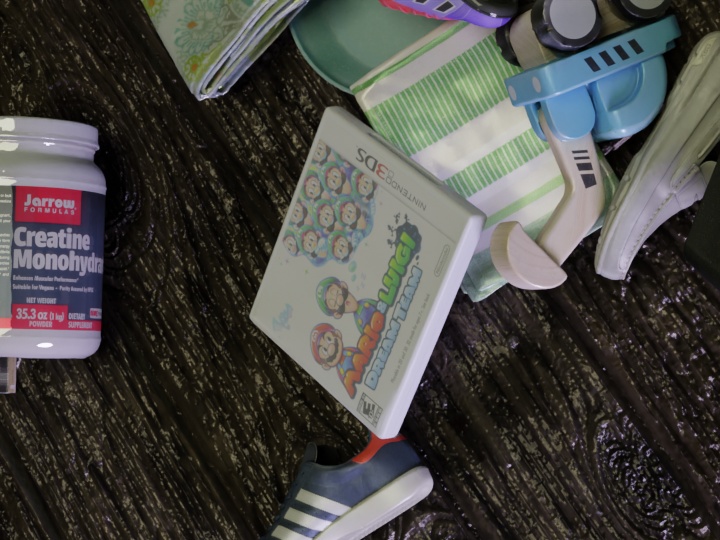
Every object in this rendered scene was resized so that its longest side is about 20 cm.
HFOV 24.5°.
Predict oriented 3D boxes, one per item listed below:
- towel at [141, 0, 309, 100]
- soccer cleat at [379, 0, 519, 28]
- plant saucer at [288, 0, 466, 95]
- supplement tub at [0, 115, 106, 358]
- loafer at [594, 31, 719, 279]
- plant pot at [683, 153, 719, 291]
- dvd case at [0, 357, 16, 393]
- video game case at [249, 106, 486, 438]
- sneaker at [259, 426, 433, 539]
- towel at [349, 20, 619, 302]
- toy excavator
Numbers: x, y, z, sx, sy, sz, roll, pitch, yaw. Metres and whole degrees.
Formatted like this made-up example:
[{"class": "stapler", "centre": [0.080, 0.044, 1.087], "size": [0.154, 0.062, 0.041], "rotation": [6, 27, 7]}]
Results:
[{"class": "towel", "centre": [-0.119, -0.266, 1.394], "size": [0.171, 0.048, 0.201], "rotation": [-42, 61, 25]}, {"class": "soccer cleat", "centre": [0.049, -0.223, 1.272], "size": [0.200, 0.068, 0.074], "rotation": [44, 125, 40]}, {"class": "plant saucer", "centre": [0.032, -0.236, 1.352], "size": [0.199, 0.036, 0.202], "rotation": [-2, 86, 25]}, {"class": "supplement tub", "centre": [-0.291, -0.026, 1.435], "size": [0.139, 0.140, 0.202], "rotation": [0, 88, 25]}, {"class": "loafer", "centre": [0.238, -0.078, 1.225], "size": [0.069, 0.070, 0.201], "rotation": [29, 98, 3]}, {"class": "plant pot", "centre": [0.341, -0.033, 1.119], "size": [0.177, 0.199, 0.201], "rotation": [26, 99, 37]}, {"class": "dvd case", "centre": [-0.380, 0.012, 1.544], "size": [0.148, 0.016, 0.202], "rotation": [-1, 87, 26]}, {"class": "video game case", "centre": [0.000, 0.000, 1.313], "size": [0.182, 0.024, 0.201], "rotation": [39, 118, 37]}, {"class": "sneaker", "centre": [-0.040, 0.191, 1.343], "size": [0.199, 0.075, 0.085], "rotation": [-34, 75, 9]}, {"class": "towel", "centre": [0.098, -0.096, 1.297], "size": [0.152, 0.023, 0.201], "rotation": [-32, 87, 20]}, {"class": "toy excavator", "centre": [0.163, -0.108, 1.224], "size": [0.193, 0.100, 0.201], "rotation": [-23, 95, -16]}]
